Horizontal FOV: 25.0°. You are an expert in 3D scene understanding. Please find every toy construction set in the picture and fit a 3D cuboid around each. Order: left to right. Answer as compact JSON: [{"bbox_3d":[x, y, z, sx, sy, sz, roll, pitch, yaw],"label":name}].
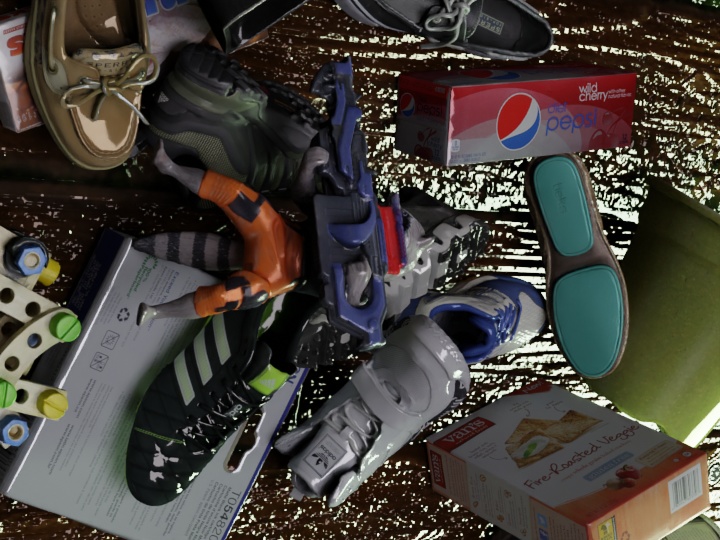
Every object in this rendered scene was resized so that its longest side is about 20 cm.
[{"bbox_3d":[-0.259,0.024,1.022,0.200,0.092,0.131,35,80,-48],"label":"toy construction set"}]

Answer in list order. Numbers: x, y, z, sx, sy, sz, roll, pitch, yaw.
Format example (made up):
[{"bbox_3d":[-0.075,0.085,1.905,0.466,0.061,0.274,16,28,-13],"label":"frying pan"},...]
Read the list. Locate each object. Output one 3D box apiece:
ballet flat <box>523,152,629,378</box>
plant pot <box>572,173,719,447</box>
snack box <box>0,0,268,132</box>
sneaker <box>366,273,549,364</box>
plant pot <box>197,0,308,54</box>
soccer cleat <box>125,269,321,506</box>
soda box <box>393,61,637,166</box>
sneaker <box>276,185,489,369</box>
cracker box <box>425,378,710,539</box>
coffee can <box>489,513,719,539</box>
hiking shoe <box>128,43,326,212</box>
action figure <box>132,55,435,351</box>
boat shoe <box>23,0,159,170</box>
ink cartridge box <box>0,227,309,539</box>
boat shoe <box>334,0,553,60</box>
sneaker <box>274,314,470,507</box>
[{"bbox_3d":[0.182,-0.011,1.358,0.070,0.065,0.200,-9,102,7],"label":"ballet flat"},{"bbox_3d":[0.285,0.045,1.411,0.200,0.200,0.184,26,100,-41],"label":"plant pot"},{"bbox_3d":[-0.154,-0.159,1.081,0.200,0.024,0.072,-26,118,-29],"label":"snack box"},{"bbox_3d":[0.090,0.050,1.307,0.200,0.088,0.075,-6,107,-39],"label":"sneaker"},{"bbox_3d":[-0.049,-0.267,0.994,0.199,0.200,0.177,-34,94,-2],"label":"plant pot"},{"bbox_3d":[-0.093,0.078,1.120,0.068,0.081,0.200,38,80,-40],"label":"soccer cleat"},{"bbox_3d":[0.125,-0.127,1.286,0.200,0.070,0.063,-9,110,-36],"label":"soda box"},{"bbox_3d":[0.000,0.000,1.221,0.200,0.090,0.066,-35,153,-28],"label":"sneaker"},{"bbox_3d":[0.167,0.165,1.333,0.134,0.200,0.058,-25,118,-30],"label":"cracker box"},{"bbox_3d":[0.225,0.289,1.457,0.200,0.146,0.146,4,102,-39],"label":"coffee can"},{"bbox_3d":[-0.082,-0.084,1.147,0.101,0.076,0.200,-46,139,13],"label":"hiking shoe"},{"bbox_3d":[-0.047,-0.039,1.078,0.193,0.105,0.200,7,72,-16],"label":"action figure"},{"bbox_3d":[-0.169,-0.157,1.014,0.073,0.063,0.200,-20,114,-32],"label":"boat shoe"},{"bbox_3d":[-0.144,0.094,1.166,0.200,0.041,0.200,30,85,-41],"label":"ink cartridge box"},{"bbox_3d":[0.065,-0.198,1.213,0.199,0.068,0.074,21,91,-41],"label":"boat shoe"},{"bbox_3d":[0.006,0.112,1.206,0.075,0.200,0.115,47,61,8],"label":"sneaker"}]
